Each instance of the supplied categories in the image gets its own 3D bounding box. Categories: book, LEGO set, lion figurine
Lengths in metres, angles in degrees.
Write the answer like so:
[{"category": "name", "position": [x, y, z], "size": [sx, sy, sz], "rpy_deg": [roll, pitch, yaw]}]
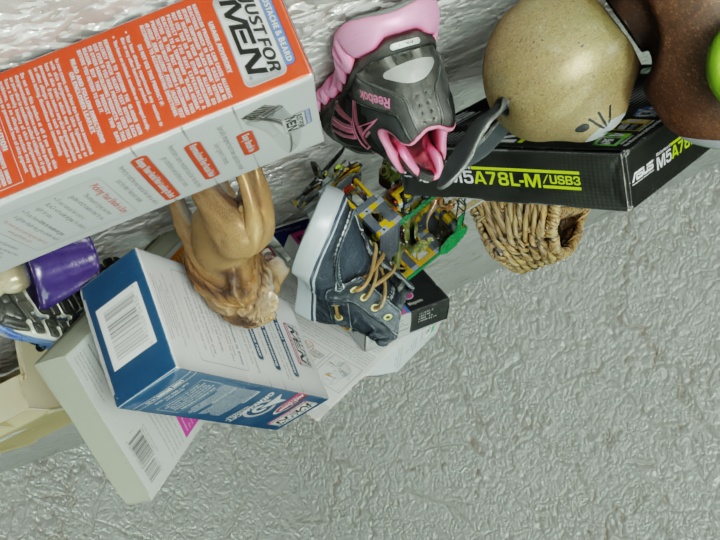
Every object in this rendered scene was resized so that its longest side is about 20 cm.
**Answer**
[{"category": "book", "position": [-0.161, 0.069, 0.816], "size": [0.048, 0.134, 0.200], "rpy_deg": [-15, -157, 26]}, {"category": "LEGO set", "position": [0.018, -0.068, 0.902], "size": [0.154, 0.116, 0.200], "rpy_deg": [-41, 162, -8]}, {"category": "lion figurine", "position": [-0.088, -0.029, 0.673], "size": [0.072, 0.123, 0.200], "rpy_deg": [-22, 173, -9]}]

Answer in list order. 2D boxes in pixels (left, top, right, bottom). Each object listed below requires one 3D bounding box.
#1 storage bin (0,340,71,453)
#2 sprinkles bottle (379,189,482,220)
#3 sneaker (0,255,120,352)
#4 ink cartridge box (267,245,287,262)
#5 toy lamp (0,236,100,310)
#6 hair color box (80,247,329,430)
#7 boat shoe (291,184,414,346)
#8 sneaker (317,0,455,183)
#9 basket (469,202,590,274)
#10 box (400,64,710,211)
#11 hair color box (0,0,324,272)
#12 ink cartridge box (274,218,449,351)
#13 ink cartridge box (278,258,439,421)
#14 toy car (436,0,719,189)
[{"category": "storage bin", "position": [-0.377, 0.135, 1.121], "size": [0.199, 0.094, 0.198], "rpy_deg": [-25, 172, 22]}, {"category": "sprinkles bottle", "position": [0.094, -0.089, 1.028], "size": [0.068, 0.069, 0.200], "rpy_deg": [-17, 171, -38]}, {"category": "sneaker", "position": [-0.253, 0.036, 0.828], "size": [0.089, 0.079, 0.200], "rpy_deg": [-27, 173, 11]}, {"category": "ink cartridge box", "position": [-0.155, 0.068, 1.202], "size": [0.200, 0.083, 0.146], "rpy_deg": [-35, 173, -1]}, {"category": "toy lamp", "position": [-0.278, 0.017, 0.692], "size": [0.199, 0.059, 0.058], "rpy_deg": [-20, 173, -26]}, {"category": "hair color box", "position": [-0.113, 0.059, 0.773], "size": [0.060, 0.100, 0.200], "rpy_deg": [-33, 154, 19]}, {"category": "boat shoe", "position": [0.000, 0.000, 0.797], "size": [0.200, 0.090, 0.071], "rpy_deg": [98, 14, -71]}, {"category": "sneaker", "position": [0.021, -0.095, 0.650], "size": [0.079, 0.096, 0.200], "rpy_deg": [-24, 175, -6]}, {"category": "basket", "position": [0.219, -0.085, 1.154], "size": [0.148, 0.143, 0.200], "rpy_deg": [-25, 173, 21]}, {"category": "box", "position": [0.160, -0.105, 0.747], "size": [0.192, 0.048, 0.200], "rpy_deg": [12, -147, 43]}, {"category": "hair color box", "position": [-0.122, -0.069, 0.511], "size": [0.199, 0.064, 0.111], "rpy_deg": [-21, 172, -3]}, {"category": "ink cartridge box", "position": [-0.005, -0.007, 1.008], "size": [0.094, 0.200, 0.037], "rpy_deg": [-19, 134, -24]}, {"category": "ink cartridge box", "position": [-0.040, 0.061, 0.986], "size": [0.200, 0.160, 0.050], "rpy_deg": [-41, 148, -37]}, {"category": "toy car", "position": [0.132, -0.104, 0.571], "size": [0.200, 0.158, 0.164], "rpy_deg": [-35, 179, 18]}]
